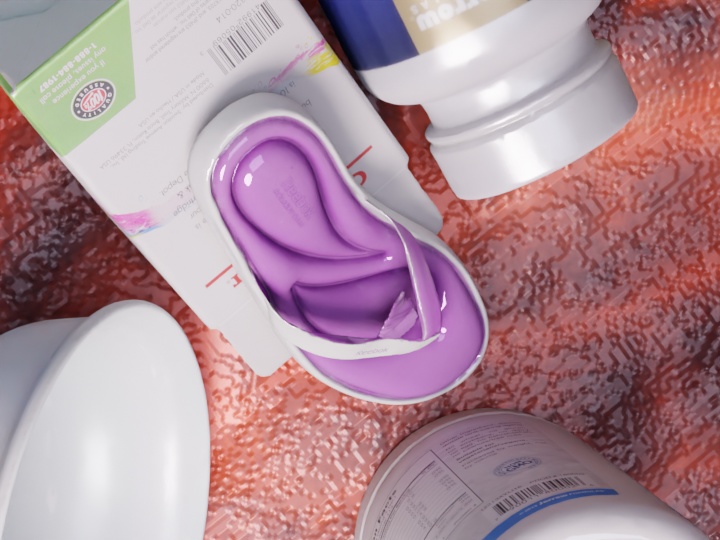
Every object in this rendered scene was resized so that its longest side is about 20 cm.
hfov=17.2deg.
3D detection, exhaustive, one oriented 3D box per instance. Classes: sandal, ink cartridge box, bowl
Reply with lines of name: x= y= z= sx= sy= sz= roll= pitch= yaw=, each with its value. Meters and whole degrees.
sandal: x=-0.005 y=0.006 z=1.009 sx=0.082 sy=0.050 sz=0.203 roll=-45 pitch=133 yaw=2
ink cartridge box: x=-0.061 y=-0.059 z=1.012 sx=0.117 sy=0.067 sz=0.200 roll=-40 pitch=131 yaw=-4
bowl: x=-0.144 y=0.106 z=1.001 sx=0.090 sy=0.201 sz=0.202 roll=9 pitch=98 yaw=21

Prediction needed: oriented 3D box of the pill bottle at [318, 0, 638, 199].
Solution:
pill bottle: x=0.036 y=-0.138 z=1.015 sx=0.120 sy=0.120 sz=0.200 roll=-30 pitch=103 yaw=-6

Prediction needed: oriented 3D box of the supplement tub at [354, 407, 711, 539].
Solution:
supplement tub: x=0.078 y=0.140 z=1.025 sx=0.132 sy=0.200 sz=0.132 roll=-2 pitch=98 yaw=-11
